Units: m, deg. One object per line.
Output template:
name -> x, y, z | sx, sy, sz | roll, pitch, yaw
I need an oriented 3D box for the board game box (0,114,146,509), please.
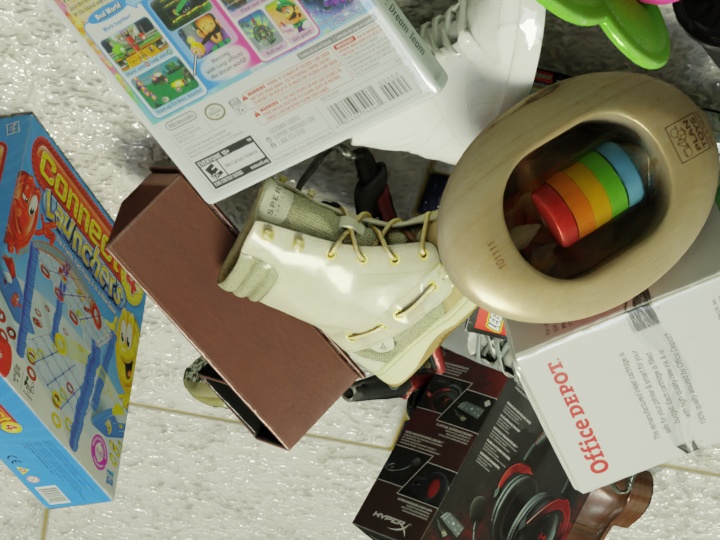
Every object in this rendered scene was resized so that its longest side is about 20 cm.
board game box -> -0.223, 0.031, 1.470 | 0.056, 0.197, 0.200 | -8, 144, 19

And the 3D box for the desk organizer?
desk organizer -> -0.096, 0.027, 1.470 | 0.200, 0.077, 0.072 | 49, 164, -18

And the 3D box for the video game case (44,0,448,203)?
video game case -> -0.074, -0.146, 1.293 | 0.199, 0.024, 0.182 | -23, 114, 36

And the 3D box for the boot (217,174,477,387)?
boot -> 0.006, -0.021, 1.374 | 0.154, 0.072, 0.200 | 28, 132, -11

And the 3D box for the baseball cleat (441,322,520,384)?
baseball cleat -> 0.125, 0.059, 1.499 | 0.199, 0.107, 0.070 | 8, 128, 17

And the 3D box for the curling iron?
curling iron -> 0.031, 0.094, 1.585 | 0.025, 0.050, 0.200 | 3, 176, 20

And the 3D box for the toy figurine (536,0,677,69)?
toy figurine -> 0.170, -0.221, 1.103 | 0.184, 0.151, 0.200 | -31, 121, 30

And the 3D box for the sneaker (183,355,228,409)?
sneaker -> -0.066, 0.032, 1.570 | 0.199, 0.077, 0.089 | -29, 123, 30

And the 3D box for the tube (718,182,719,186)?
tube -> 0.184, -0.038, 1.441 | 0.199, 0.052, 0.058 | -26, 170, 32

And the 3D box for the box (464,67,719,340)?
box -> 0.154, -0.029, 1.403 | 0.136, 0.040, 0.201 | 14, 129, 2

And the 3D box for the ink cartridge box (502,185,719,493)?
ink cartridge box -> 0.202, 0.040, 1.362 | 0.199, 0.084, 0.146 | -21, 131, 7

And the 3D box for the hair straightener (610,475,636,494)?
hair straightener -> 0.260, 0.116, 1.565 | 0.199, 0.041, 0.077 | -29, 175, -22

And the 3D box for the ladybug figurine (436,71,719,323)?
ladybug figurine -> 0.129, -0.043, 1.285 | 0.199, 0.136, 0.072 | -28, -178, -19

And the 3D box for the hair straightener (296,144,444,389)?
hair straightener -> 0.000, 0.000, 1.460 | 0.077, 0.041, 0.201 | -21, 125, -7

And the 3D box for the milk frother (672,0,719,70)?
milk frother -> 0.288, -0.090, 1.205 | 0.180, 0.201, 0.188 | -7, 145, 35

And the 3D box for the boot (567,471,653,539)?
boot -> 0.117, 0.197, 1.771 | 0.199, 0.064, 0.187 | 16, 131, -19

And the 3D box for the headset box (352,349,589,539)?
headset box -> 0.104, 0.147, 1.608 | 0.075, 0.201, 0.149 | 14, 158, 46

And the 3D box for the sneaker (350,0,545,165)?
sneaker -> 0.044, -0.130, 1.306 | 0.115, 0.074, 0.200 | 7, 147, -7
